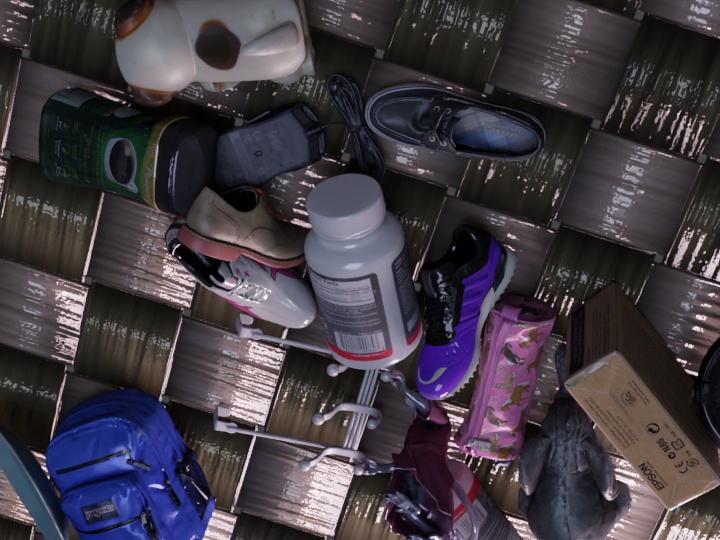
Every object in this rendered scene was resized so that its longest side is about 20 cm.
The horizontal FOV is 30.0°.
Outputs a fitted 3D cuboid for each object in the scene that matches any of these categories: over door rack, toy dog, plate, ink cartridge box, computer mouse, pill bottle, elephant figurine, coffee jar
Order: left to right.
[{"bbox_3d":[-0.404,0.264,1.655,0.025,0.200,0.201,-31,111,-22],"label":"plate"},{"bbox_3d":[-0.249,-0.129,1.461,0.199,0.085,0.105,17,112,23],"label":"coffee jar"},{"bbox_3d":[-0.152,-0.233,1.383,0.198,0.195,0.140,-9,125,4],"label":"toy dog"},{"bbox_3d":[-0.071,-0.120,1.498,0.199,0.046,0.141,-27,104,5],"label":"computer mouse"},{"bbox_3d":[-0.072,0.155,1.596,0.198,0.067,0.149,17,114,0],"label":"over door rack"},{"bbox_3d":[0.000,0.000,1.472,0.110,0.111,0.201,-5,127,10],"label":"pill bottle"},{"bbox_3d":[0.139,0.339,1.633,0.110,0.111,0.201,-31,106,19],"label":"pill bottle"},{"bbox_3d":[0.235,0.219,1.543,0.141,0.155,0.201,-24,127,-20],"label":"elephant figurine"},{"bbox_3d":[0.312,0.138,1.492,0.075,0.165,0.200,-35,105,22],"label":"ink cartridge box"}]

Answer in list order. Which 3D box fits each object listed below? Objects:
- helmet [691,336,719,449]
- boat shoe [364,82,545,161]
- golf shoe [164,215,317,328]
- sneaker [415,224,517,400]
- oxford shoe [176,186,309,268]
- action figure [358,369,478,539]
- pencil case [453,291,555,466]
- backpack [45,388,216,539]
[{"bbox_3d":[0.468,0.134,1.458,0.198,0.190,0.202,-3,84,28],"label":"helmet"},{"bbox_3d":[0.102,-0.153,1.439,0.198,0.066,0.071,14,104,-2],"label":"boat shoe"},{"bbox_3d":[-0.140,0.012,1.537,0.199,0.092,0.073,33,112,-9],"label":"golf shoe"},{"bbox_3d":[0.094,0.038,1.468,0.069,0.201,0.099,4,153,45],"label":"sneaker"},{"bbox_3d":[-0.110,-0.050,1.465,0.070,0.199,0.075,31,105,30],"label":"oxford shoe"},{"bbox_3d":[0.080,0.208,1.537,0.148,0.201,0.135,17,129,-1],"label":"action figure"},{"bbox_3d":[0.166,0.123,1.547,0.082,0.087,0.202,9,113,-7],"label":"pencil case"},{"bbox_3d":[-0.283,0.254,1.624,0.161,0.168,0.201,-19,105,9],"label":"backpack"}]
